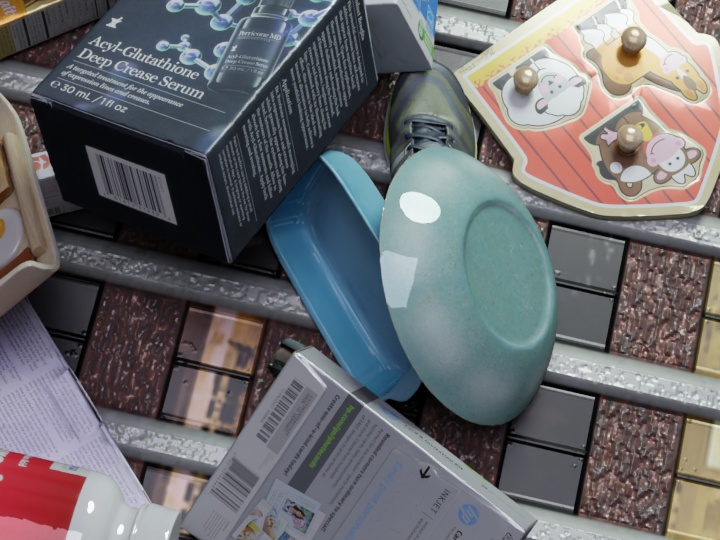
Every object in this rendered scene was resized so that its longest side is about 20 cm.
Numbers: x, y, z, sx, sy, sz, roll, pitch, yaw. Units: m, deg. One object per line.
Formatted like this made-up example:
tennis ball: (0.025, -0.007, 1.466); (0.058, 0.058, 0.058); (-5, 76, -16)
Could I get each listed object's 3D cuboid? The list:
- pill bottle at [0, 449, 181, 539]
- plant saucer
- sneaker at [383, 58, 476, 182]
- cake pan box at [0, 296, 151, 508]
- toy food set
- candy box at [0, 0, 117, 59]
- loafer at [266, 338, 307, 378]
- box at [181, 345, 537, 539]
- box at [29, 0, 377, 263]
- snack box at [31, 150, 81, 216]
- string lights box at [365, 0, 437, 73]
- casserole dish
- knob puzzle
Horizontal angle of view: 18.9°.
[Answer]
pill bottle: (-0.224, 0.178, 1.423); (0.199, 0.112, 0.113); (12, 70, 1)
plant saucer: (0.089, 0.006, 1.517); (0.039, 0.201, 0.202); (-17, 64, 36)
sneaker: (0.055, -0.068, 1.592); (0.073, 0.081, 0.201); (-2, 70, -3)
cake pan box: (-0.267, 0.141, 1.519); (0.184, 0.052, 0.200); (-32, 74, -11)
toy food set: (-0.293, -0.028, 1.513); (0.143, 0.060, 0.200); (-38, 47, 17)
candy box: (-0.283, -0.224, 1.650); (0.199, 0.055, 0.116); (-24, 72, -10)
loafer: (0.003, 0.131, 1.524); (0.200, 0.072, 0.063); (41, 79, 10)
box: (-0.003, 0.173, 1.482); (0.200, 0.041, 0.156); (37, 106, 12)
box: (-0.103, -0.126, 1.502); (0.148, 0.107, 0.200); (20, 53, 25)
snack box: (-0.155, -0.081, 1.593); (0.199, 0.072, 0.024); (-14, 69, -7)
string lights box: (0.022, -0.259, 1.612); (0.059, 0.103, 0.201); (-1, 67, 17)
casserole dish: (0.000, 0.000, 1.552); (0.039, 0.121, 0.201); (-19, 69, -33)
knob puzzle: (0.197, -0.125, 1.646); (0.218, 0.030, 0.221); (1, 70, -2)
